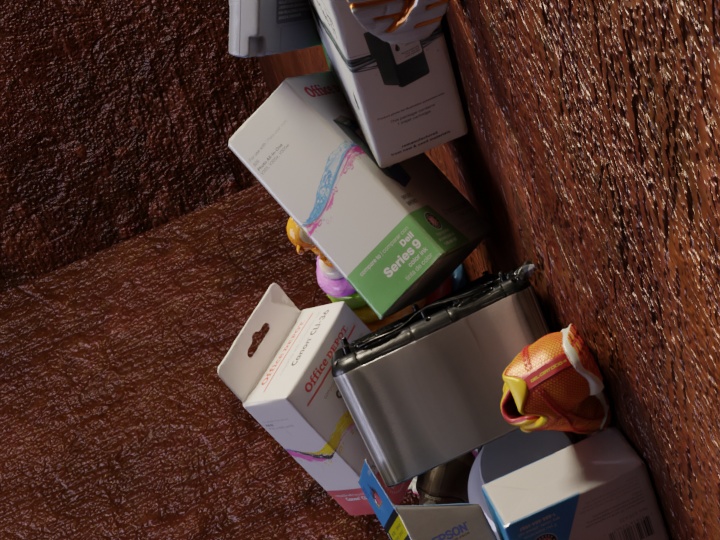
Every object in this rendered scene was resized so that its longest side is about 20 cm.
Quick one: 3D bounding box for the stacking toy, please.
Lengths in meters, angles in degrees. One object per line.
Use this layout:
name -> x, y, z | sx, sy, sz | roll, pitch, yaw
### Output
stacking toy -> 0.000, 0.000, 1.595 | 0.109, 0.117, 0.200 | 3, 154, 41

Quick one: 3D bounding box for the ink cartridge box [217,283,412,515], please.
ink cartridge box -> -0.024, 0.112, 1.582 | 0.067, 0.117, 0.200 | -13, 128, 48

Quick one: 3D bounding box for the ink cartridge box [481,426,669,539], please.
ink cartridge box -> 0.178, 0.235, 1.326 | 0.067, 0.115, 0.202 | -124, 13, -65

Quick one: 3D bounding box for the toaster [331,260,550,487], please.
toaster -> 0.074, 0.082, 1.453 | 0.200, 0.179, 0.120 | 165, 79, -89

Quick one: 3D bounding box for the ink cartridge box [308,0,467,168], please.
ink cartridge box -> 0.009, -0.207, 1.402 | 0.201, 0.082, 0.147 | 72, 175, -47

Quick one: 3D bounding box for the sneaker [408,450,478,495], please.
sneaker -> 0.107, 0.188, 1.770 | 0.081, 0.198, 0.089 | 18, -98, -74

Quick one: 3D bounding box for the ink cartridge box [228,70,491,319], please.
ink cartridge box -> 0.001, -0.070, 1.496 | 0.200, 0.088, 0.145 | 47, -159, 8

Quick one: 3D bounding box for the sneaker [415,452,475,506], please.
sneaker -> 0.079, 0.238, 1.677 | 0.201, 0.070, 0.076 | 73, -145, -53

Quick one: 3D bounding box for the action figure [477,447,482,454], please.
action figure -> 0.099, 0.094, 1.681 | 0.201, 0.118, 0.103 | 58, 167, 36

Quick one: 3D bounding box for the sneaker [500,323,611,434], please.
sneaker -> 0.138, 0.085, 1.287 | 0.074, 0.077, 0.200 | 65, -174, 20

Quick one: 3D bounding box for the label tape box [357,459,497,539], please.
label tape box -> 0.072, 0.228, 1.336 | 0.201, 0.063, 0.144 | 63, 172, 11

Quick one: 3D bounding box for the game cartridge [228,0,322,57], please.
game cartridge -> -0.054, -0.253, 1.471 | 0.200, 0.040, 0.135 | -26, -55, -64

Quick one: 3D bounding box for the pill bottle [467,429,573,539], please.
pill bottle -> 0.153, 0.208, 1.571 | 0.200, 0.111, 0.113 | 76, 171, -62

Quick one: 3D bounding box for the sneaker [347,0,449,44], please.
sneaker -> 0.016, -0.251, 1.218 | 0.078, 0.077, 0.201 | -95, -9, -55
